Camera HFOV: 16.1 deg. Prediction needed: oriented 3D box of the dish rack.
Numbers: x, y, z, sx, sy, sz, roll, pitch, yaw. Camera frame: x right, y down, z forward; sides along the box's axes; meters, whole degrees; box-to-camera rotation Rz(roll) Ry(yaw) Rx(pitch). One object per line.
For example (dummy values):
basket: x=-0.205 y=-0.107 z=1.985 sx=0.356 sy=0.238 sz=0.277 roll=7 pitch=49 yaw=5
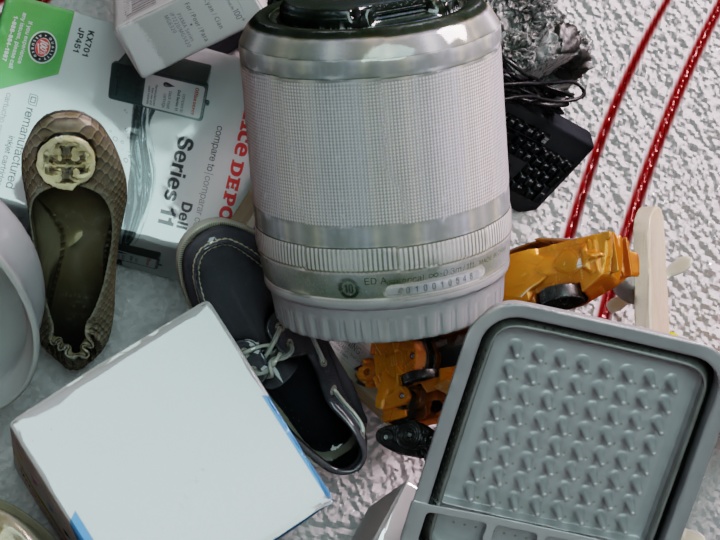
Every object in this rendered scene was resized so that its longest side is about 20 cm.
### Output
dish rack: x=0.125 y=0.112 z=1.566 sx=0.171 sy=0.044 sz=0.200 roll=13 pitch=114 yaw=-8

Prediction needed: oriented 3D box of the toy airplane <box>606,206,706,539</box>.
toy airplane: x=0.199 y=0.089 z=1.714 sx=0.199 sy=0.141 sz=0.200 roll=53 pitch=54 yaw=-29

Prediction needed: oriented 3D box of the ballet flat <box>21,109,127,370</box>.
ballet flat: x=-0.186 y=-0.014 z=1.638 sx=0.067 sy=0.200 sz=0.046 roll=5 pitch=38 yaw=-1

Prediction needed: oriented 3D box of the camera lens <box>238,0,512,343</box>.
camera lens: x=0.011 y=-0.072 z=1.558 sx=0.160 sy=0.160 sz=0.200 roll=-9 pitch=107 yaw=-14

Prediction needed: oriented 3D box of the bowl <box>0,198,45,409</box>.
bowl: x=-0.280 y=-0.006 z=1.630 sx=0.201 sy=0.201 sz=0.090 roll=31 pitch=45 yaw=-3

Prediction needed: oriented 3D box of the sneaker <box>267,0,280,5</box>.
sneaker: x=-0.024 y=-0.176 z=1.701 sx=0.099 sy=0.200 sz=0.071 roll=-17 pitch=89 yaw=-17

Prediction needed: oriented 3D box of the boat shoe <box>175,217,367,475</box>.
boat shoe: x=-0.050 y=0.051 z=1.632 sx=0.073 sy=0.063 sz=0.200 roll=-33 pitch=119 yaw=-3

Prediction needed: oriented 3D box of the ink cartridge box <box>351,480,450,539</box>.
ink cartridge box: x=0.052 y=0.233 z=1.652 sx=0.200 sy=0.129 sz=0.125 roll=31 pitch=72 yaw=-3

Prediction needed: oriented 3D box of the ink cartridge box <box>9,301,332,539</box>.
ink cartridge box: x=-0.124 y=0.130 z=1.600 sx=0.145 sy=0.200 sz=0.147 roll=-32 pitch=85 yaw=-11

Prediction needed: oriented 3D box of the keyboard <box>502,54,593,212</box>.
keyboard: x=0.081 y=-0.101 z=1.719 sx=0.200 sy=0.040 sz=0.104 roll=23 pitch=114 yaw=-38

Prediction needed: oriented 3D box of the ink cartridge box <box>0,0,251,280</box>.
ink cartridge box: x=-0.161 y=-0.084 z=1.711 sx=0.200 sy=0.083 sz=0.147 roll=14 pitch=74 yaw=-9

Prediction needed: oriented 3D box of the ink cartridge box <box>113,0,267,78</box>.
ink cartridge box: x=-0.079 y=-0.220 z=1.682 sx=0.176 sy=0.200 sz=0.045 roll=-26 pitch=117 yaw=8

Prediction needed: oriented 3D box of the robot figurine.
robot figurine: x=0.088 y=0.049 z=1.645 sx=0.200 sy=0.058 sz=0.145 roll=-16 pitch=70 yaw=30

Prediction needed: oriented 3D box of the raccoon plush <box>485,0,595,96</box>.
raccoon plush: x=0.071 y=-0.177 z=1.784 sx=0.200 sy=0.097 sz=0.134 roll=-20 pitch=73 yaw=-16

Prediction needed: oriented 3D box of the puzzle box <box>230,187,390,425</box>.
puzzle box: x=0.000 y=0.000 z=1.708 sx=0.200 sy=0.025 sz=0.133 roll=43 pitch=70 yaw=-28

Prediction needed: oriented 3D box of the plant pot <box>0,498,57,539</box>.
plant pot: x=-0.254 y=0.219 z=1.563 sx=0.200 sy=0.183 sz=0.201 roll=3 pitch=76 yaw=-12

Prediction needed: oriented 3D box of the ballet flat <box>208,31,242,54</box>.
ballet flat: x=-0.065 y=-0.215 z=1.773 sx=0.200 sy=0.073 sz=0.073 roll=-37 pitch=86 yaw=-17
